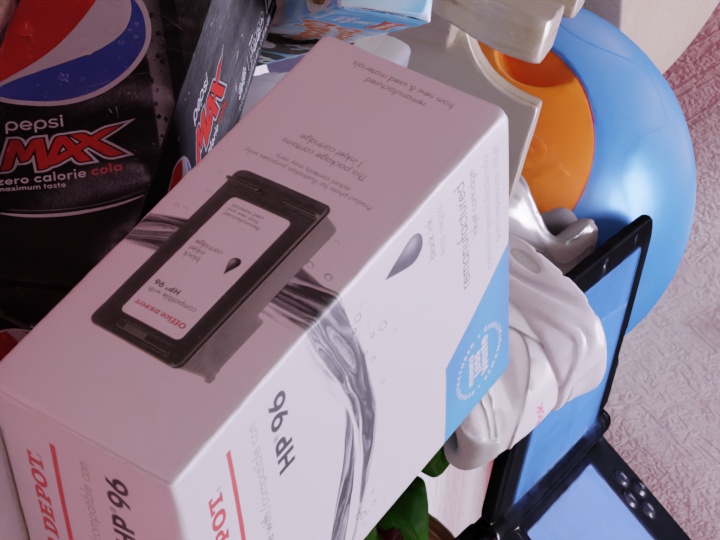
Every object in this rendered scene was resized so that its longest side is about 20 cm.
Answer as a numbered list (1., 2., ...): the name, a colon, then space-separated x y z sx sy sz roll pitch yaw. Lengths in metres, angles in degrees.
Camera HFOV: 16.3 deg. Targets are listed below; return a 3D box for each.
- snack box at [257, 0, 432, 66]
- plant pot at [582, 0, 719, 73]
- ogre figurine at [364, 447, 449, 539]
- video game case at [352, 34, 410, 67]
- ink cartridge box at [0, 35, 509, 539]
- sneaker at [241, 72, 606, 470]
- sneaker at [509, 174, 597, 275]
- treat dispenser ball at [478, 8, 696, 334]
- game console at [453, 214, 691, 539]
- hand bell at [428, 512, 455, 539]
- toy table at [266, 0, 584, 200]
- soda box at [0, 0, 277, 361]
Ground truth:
1. snack box: -0.018 -0.140 0.913 0.200 0.037 0.117 179 -82 -70
2. plant pot: 0.101 -0.198 1.420 0.177 0.199 0.200 -67 162 -44
3. ogre figurine: -0.012 0.144 1.197 0.200 0.098 0.120 -44 162 -5
4. video game case: -0.040 0.034 0.884 0.182 0.023 0.201 -56 165 -61
5. ink cartridge box: -0.038 0.043 0.708 0.200 0.068 0.116 -48 150 -31
6. sneaker: 0.000 0.000 1.010 0.099 0.200 0.078 -42 163 -30
7. sneaker: 0.028 -0.026 1.154 0.081 0.200 0.075 -60 -145 5
8. treat dispenser ball: 0.074 -0.044 1.305 0.201 0.200 0.202 6 90 -81
9. game console: 0.127 0.091 1.149 0.116 0.176 0.200 -42 175 24
10. hand bell: -0.008 0.228 1.429 0.200 0.104 0.104 106 0 -47
11. toy table: 0.038 -0.132 1.093 0.200 0.117 0.184 -62 169 -61
12. soda box: -0.078 -0.047 0.788 0.071 0.063 0.200 86 13 -47
